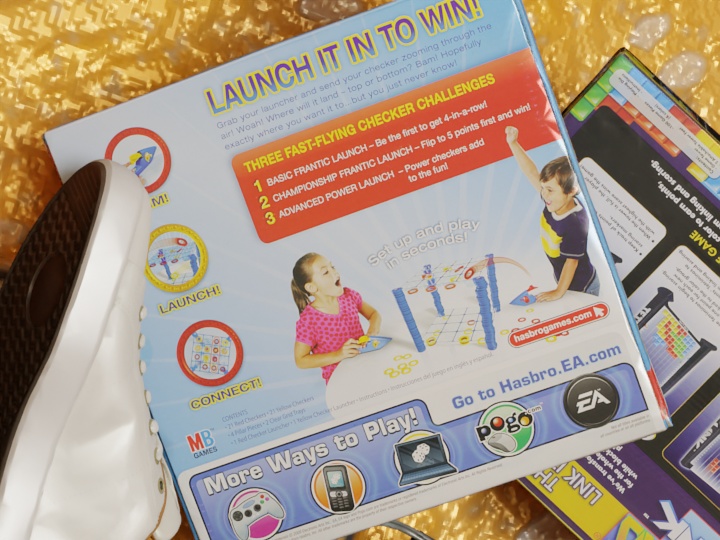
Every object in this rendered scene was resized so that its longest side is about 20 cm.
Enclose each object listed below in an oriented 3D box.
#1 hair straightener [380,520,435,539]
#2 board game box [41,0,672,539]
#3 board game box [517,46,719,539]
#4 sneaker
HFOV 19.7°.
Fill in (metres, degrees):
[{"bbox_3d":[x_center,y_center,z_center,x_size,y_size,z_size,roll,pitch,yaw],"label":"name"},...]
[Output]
[{"bbox_3d":[0.068,0.143,0.885,0.200,0.077,0.041,26,37,7],"label":"hair straightener"},{"bbox_3d":[0.000,0.000,0.843,0.200,0.056,0.196,-19,96,9],"label":"board game box"},{"bbox_3d":[0.128,0.031,0.890,0.200,0.057,0.165,44,102,-1],"label":"board game box"},{"bbox_3d":[-0.105,0.057,0.815,0.085,0.073,0.200,13,96,-30],"label":"sneaker"}]
